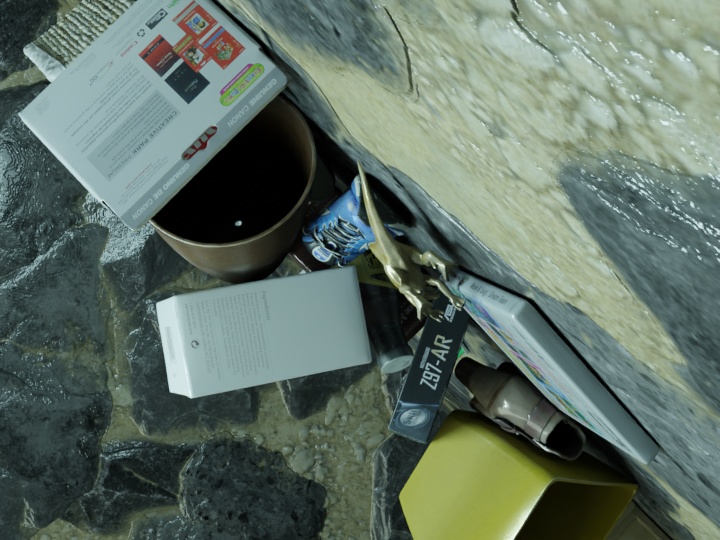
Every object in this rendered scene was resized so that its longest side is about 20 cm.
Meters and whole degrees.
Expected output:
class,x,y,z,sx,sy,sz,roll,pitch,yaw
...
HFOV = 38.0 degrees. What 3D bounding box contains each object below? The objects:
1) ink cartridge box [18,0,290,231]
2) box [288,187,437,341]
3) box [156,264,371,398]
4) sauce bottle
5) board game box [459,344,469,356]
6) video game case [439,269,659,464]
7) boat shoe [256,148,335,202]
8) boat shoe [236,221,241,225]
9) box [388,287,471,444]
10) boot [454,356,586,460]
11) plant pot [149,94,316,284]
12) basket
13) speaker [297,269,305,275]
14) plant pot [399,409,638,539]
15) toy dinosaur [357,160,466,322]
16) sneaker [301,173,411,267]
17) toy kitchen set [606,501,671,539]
class,x,y,z,sx,sy,sz,roll,pitch,yaw
ink cartridge box,-0.177,-0.144,0.963,0.176,0.200,0.084,44,176,20
box,0.000,0.000,1.281,0.200,0.100,0.075,44,175,14
box,-0.109,0.066,1.140,0.152,0.199,0.107,165,96,-72
sauce bottle,0.010,0.019,1.183,0.066,0.066,0.201,56,-169,-66
board game box,0.057,0.031,1.505,0.200,0.026,0.200,42,174,36
video game case,0.172,0.084,0.982,0.200,0.024,0.182,46,176,-18
boat shoe,-0.099,-0.158,1.178,0.200,0.073,0.063,40,-142,3
boat shoe,-0.150,-0.076,1.314,0.075,0.064,0.203,71,180,-49
box,0.080,0.110,1.156,0.043,0.161,0.200,19,173,6
boot,0.191,0.162,1.178,0.146,0.070,0.200,34,-177,35
plant pot,-0.134,-0.068,1.112,0.187,0.187,0.200,43,164,18
basket,-0.335,-0.274,1.470,0.198,0.161,0.200,48,175,-36
speaker,-0.053,0.030,1.380,0.081,0.200,0.081,45,175,5
plant pot,0.166,0.273,1.226,0.199,0.201,0.176,15,-161,-47
toy dinosaur,0.039,-0.004,0.965,0.101,0.058,0.200,36,166,39
sneaker,-0.009,-0.040,1.080,0.079,0.089,0.200,45,173,-3
toy kitchen set,0.292,0.362,1.455,0.200,0.163,0.180,45,175,8
